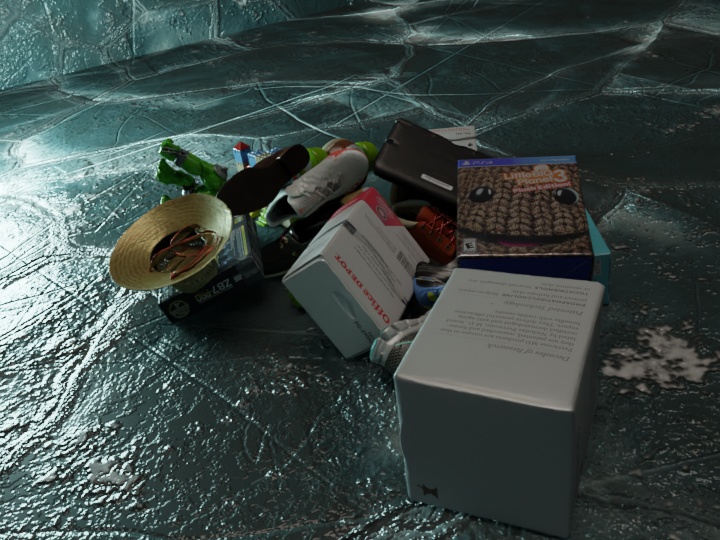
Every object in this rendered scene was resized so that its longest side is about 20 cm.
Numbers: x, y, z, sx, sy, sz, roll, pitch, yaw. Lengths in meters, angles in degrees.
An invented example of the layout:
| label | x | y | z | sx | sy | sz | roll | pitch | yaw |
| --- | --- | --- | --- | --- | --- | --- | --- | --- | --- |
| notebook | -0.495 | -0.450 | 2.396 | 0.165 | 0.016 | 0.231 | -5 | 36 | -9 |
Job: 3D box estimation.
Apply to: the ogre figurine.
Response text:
| label | x | y | z | sx | sy | sz | roll | pitch | yaw |
| --- | --- | --- | --- | --- | --- | --- | --- | --- | --- |
| ogre figurine | -0.292 | -0.129 | 1.256 | 0.119 | 0.201 | 0.098 | 8 | 18 | -2 |

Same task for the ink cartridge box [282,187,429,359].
| label | x | y | z | sx | sy | sz | roll | pitch | yaw |
| --- | --- | --- | --- | --- | --- | --- | --- | --- | --- |
| ink cartridge box | 0.000 | 0.000 | 0.985 | 0.084 | 0.145 | 0.200 | -30 | 16 | 35 |

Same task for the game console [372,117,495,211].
| label | x | y | z | sx | sy | sz | roll | pitch | yaw |
| --- | --- | --- | --- | --- | --- | --- | --- | --- | --- |
| game console | 0.128 | -0.147 | 1.136 | 0.199 | 0.117 | 0.176 | 24 | 57 | 5 |

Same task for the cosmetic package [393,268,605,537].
| label | x | y | z | sx | sy | sz | roll | pitch | yaw |
| --- | --- | --- | --- | --- | --- | --- | --- | --- | --- |
| cosmetic package | 0.149 | 0.124 | 0.732 | 0.165 | 0.168 | 0.200 | 7 | 34 | 23 |

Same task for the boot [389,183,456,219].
| label | x | y | z | sx | sy | sz | roll | pitch | yaw |
| --- | --- | --- | --- | --- | --- | --- | --- | --- | --- |
| boot | 0.154 | -0.111 | 1.159 | 0.166 | 0.073 | 0.200 | 15 | 5 | 29 |

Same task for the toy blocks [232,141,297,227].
| label | x | y | z | sx | sy | sz | roll | pitch | yaw |
| --- | --- | --- | --- | --- | --- | --- | --- | --- | --- |
| toy blocks | -0.166 | -0.167 | 1.332 | 0.100 | 0.137 | 0.200 | -29 | 36 | -32 |

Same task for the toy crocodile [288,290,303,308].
| label | x | y | z | sx | sy | sz | roll | pitch | yaw |
| --- | --- | --- | --- | --- | --- | --- | --- | --- | --- |
| toy crocodile | -0.025 | -0.003 | 1.100 | 0.199 | 0.062 | 0.067 | -23 | -2 | -33 |

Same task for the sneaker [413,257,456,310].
| label | x | y | z | sx | sy | sz | roll | pitch | yaw |
| --- | --- | --- | --- | --- | --- | --- | --- | --- | --- |
| sneaker | 0.169 | -0.001 | 0.990 | 0.198 | 0.071 | 0.083 | -9 | 61 | -5 |

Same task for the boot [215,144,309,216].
| label | x | y | z | sx | sy | sz | roll | pitch | yaw |
| --- | --- | --- | --- | --- | --- | --- | --- | --- | --- |
| boot | -0.191 | -0.129 | 1.165 | 0.186 | 0.064 | 0.200 | -35 | 14 | -31 |

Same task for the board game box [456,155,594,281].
| label | x | y | z | sx | sy | sz | roll | pitch | yaw |
| --- | --- | --- | --- | --- | --- | --- | --- | --- | --- |
| board game box | 0.204 | -0.049 | 0.922 | 0.158 | 0.097 | 0.201 | -1 | 43 | 9 |

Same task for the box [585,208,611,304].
| label | x | y | z | sx | sy | sz | roll | pitch | yaw |
| --- | --- | --- | --- | --- | --- | --- | --- | --- | --- |
| box | 0.314 | -0.036 | 1.047 | 0.049 | 0.083 | 0.200 | -7 | 30 | 6 |

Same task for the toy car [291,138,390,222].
| label | x | y | z | sx | sy | sz | roll | pitch | yaw |
| --- | --- | --- | --- | --- | --- | --- | --- | --- | --- |
| toy car | 0.006 | -0.118 | 1.214 | 0.200 | 0.158 | 0.164 | 34 | 31 | 28 |

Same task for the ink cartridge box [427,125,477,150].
| label | x | y | z | sx | sy | sz | roll | pitch | yaw |
| --- | --- | --- | --- | --- | --- | --- | --- | --- | --- |
| ink cartridge box | 0.174 | -0.234 | 1.429 | 0.115 | 0.068 | 0.200 | -3 | 30 | 8 |

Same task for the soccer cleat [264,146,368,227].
| label | x | y | z | sx | sy | sz | roll | pitch | yaw |
| --- | --- | --- | --- | --- | --- | --- | --- | --- | --- |
| soccer cleat | -0.070 | -0.124 | 1.112 | 0.199 | 0.069 | 0.085 | -22 | 26 | 34 |

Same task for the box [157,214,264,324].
| label | x | y | z | sx | sy | sz | roll | pitch | yaw |
| --- | --- | --- | --- | --- | --- | --- | --- | --- | --- |
| box | -0.240 | -0.016 | 1.145 | 0.161 | 0.049 | 0.200 | -29 | 30 | 2 |

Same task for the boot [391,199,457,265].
| label | x | y | z | sx | sy | sz | roll | pitch | yaw |
| --- | --- | --- | --- | --- | --- | --- | --- | --- | --- |
| boot | 0.130 | -0.049 | 1.076 | 0.199 | 0.107 | 0.075 | 17 | 63 | 39 |

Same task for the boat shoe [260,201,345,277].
| label | x | y | z | sx | sy | sz | roll | pitch | yaw |
| --- | --- | --- | --- | --- | --- | --- | --- | --- | --- |
| boat shoe | -0.098 | -0.050 | 1.144 | 0.201 | 0.063 | 0.074 | -23 | 43 | 18 |

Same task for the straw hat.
| label | x | y | z | sx | sy | sz | roll | pitch | yaw |
| --- | --- | --- | --- | --- | --- | --- | --- | --- | --- |
| straw hat | -0.253 | -0.015 | 1.029 | 0.200 | 0.085 | 0.202 | -14 | 44 | 14 |

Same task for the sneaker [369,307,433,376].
| label | x | y | z | sx | sy | sz | roll | pitch | yaw |
| --- | --- | --- | --- | --- | --- | --- | --- | --- | --- |
| sneaker | 0.110 | 0.093 | 0.909 | 0.199 | 0.078 | 0.091 | -26 | 56 | -29 |
